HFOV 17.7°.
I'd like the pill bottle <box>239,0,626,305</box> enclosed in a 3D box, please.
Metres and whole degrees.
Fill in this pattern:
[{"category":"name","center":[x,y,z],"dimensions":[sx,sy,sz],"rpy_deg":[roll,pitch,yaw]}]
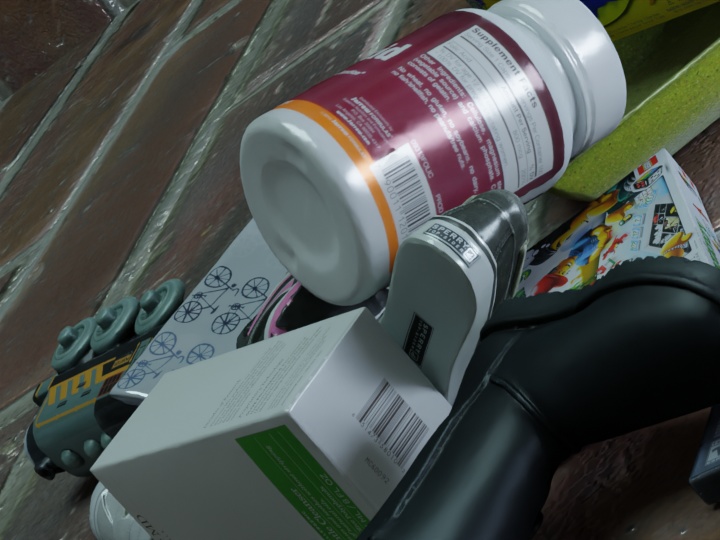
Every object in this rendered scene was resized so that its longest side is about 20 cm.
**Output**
[{"category":"pill bottle","center":[0.043,-0.074,1.268],"dimensions":[0.200,0.115,0.114],"rpy_deg":[-31,10,-28]}]

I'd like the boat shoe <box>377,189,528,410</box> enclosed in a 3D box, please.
[{"category":"boat shoe","center":[0.046,0.030,1.217],"dimensions":[0.064,0.071,0.200],"rpy_deg":[-39,-15,-31]}]

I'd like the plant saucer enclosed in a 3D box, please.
[{"category":"plant saucer","center":[0.181,-0.118,1.421],"dimensions":[0.199,0.048,0.200],"rpy_deg":[-39,16,5]}]

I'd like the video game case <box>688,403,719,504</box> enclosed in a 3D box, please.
[{"category":"video game case","center":[0.225,0.013,1.027],"dimensions":[0.143,0.019,0.200],"rpy_deg":[-29,19,34]}]

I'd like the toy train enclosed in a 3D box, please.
[{"category":"toy train","center":[-0.161,0.081,1.593],"dimensions":[0.200,0.085,0.114],"rpy_deg":[-23,33,47]}]

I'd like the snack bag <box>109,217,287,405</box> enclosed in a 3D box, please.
[{"category":"snack bag","center":[-0.027,0.031,1.393],"dimensions":[0.199,0.021,0.189],"rpy_deg":[11,48,37]}]

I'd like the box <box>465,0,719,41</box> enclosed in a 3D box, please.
[{"category":"box","center":[0.129,-0.249,1.411],"dimensions":[0.200,0.192,0.122],"rpy_deg":[-17,41,54]}]

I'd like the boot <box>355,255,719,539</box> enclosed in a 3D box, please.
[{"category":"boot","center":[0.085,0.086,1.016],"dimensions":[0.200,0.076,0.169],"rpy_deg":[-12,42,57]}]

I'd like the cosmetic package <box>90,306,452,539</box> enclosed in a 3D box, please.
[{"category":"cosmetic package","center":[-0.042,0.100,1.242],"dimensions":[0.200,0.108,0.085],"rpy_deg":[-22,24,51]}]

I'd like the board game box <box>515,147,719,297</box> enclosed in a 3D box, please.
[{"category":"board game box","center":[0.130,0.015,1.206],"dimensions":[0.126,0.035,0.200],"rpy_deg":[-38,16,13]}]

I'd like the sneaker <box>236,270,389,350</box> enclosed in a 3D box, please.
[{"category":"sneaker","center":[0.000,0.000,1.345],"dimensions":[0.200,0.081,0.086],"rpy_deg":[-33,11,-35]}]

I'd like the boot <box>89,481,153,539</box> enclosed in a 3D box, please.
[{"category":"boot","center":[-0.074,0.102,1.405],"dimensions":[0.200,0.074,0.095],"rpy_deg":[-50,28,-15]}]
